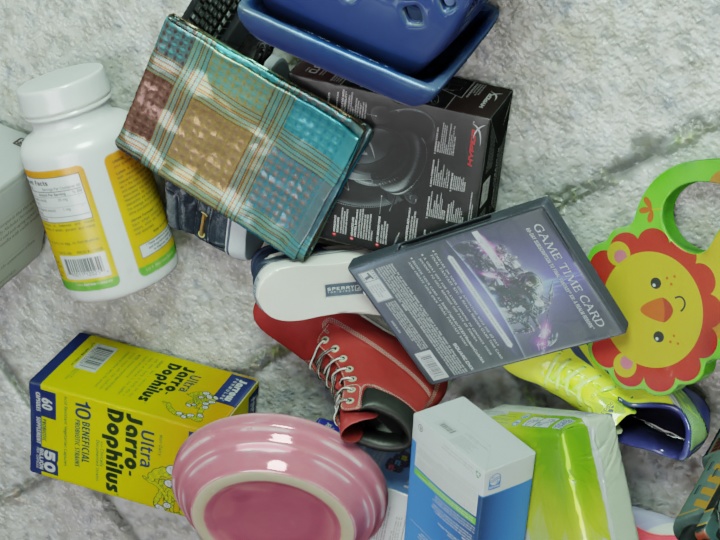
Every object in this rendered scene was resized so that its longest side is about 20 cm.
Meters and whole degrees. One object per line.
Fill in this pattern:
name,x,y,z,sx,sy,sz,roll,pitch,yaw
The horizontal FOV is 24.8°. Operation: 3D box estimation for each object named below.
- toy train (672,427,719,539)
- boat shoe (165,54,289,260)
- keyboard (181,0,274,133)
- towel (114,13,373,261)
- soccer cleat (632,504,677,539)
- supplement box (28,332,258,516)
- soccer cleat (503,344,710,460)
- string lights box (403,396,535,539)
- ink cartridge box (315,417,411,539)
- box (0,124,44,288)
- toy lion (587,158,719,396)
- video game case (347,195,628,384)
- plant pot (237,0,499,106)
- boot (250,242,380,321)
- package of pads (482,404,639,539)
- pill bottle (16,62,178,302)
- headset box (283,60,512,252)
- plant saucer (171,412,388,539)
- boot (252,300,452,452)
toy train,0.326,0.183,1.358,0.085,0.200,0.114,49,137,-9
boat shoe,-0.123,-0.108,1.463,0.091,0.071,0.201,20,120,14
keyboard,-0.119,-0.198,1.410,0.200,0.021,0.127,-53,54,33
towel,-0.104,-0.110,1.392,0.200,0.022,0.147,31,121,5
soccer cleat,0.252,0.242,1.493,0.199,0.076,0.067,19,96,29
supplement box,-0.213,0.152,1.605,0.199,0.110,0.109,13,119,15
soccer cleat,0.209,0.104,1.425,0.199,0.084,0.065,23,123,10
string lights box,0.090,0.225,1.433,0.103,0.059,0.201,37,133,45
ink cartridge box,0.001,0.232,1.578,0.199,0.076,0.137,17,120,11
box,-0.421,-0.062,1.530,0.198,0.200,0.131,22,122,11
toy lion,0.268,0.006,1.353,0.191,0.069,0.201,8,100,34
video game case,0.106,0.021,1.384,0.199,0.019,0.143,-18,120,33
plant pot,0.023,-0.252,1.264,0.199,0.200,0.180,24,127,9
boot,0.000,0.000,1.474,0.199,0.090,0.073,1,110,-9
package of pads,0.169,0.219,1.428,0.154,0.068,0.201,-1,102,58
pill bottle,-0.246,-0.083,1.501,0.111,0.111,0.201,-5,112,24
headset box,0.018,-0.097,1.408,0.199,0.077,0.149,14,119,16
plant saucer,-0.076,0.212,1.487,0.200,0.051,0.201,5,135,5
boot,-0.026,0.087,1.478,0.199,0.144,0.073,25,123,10
